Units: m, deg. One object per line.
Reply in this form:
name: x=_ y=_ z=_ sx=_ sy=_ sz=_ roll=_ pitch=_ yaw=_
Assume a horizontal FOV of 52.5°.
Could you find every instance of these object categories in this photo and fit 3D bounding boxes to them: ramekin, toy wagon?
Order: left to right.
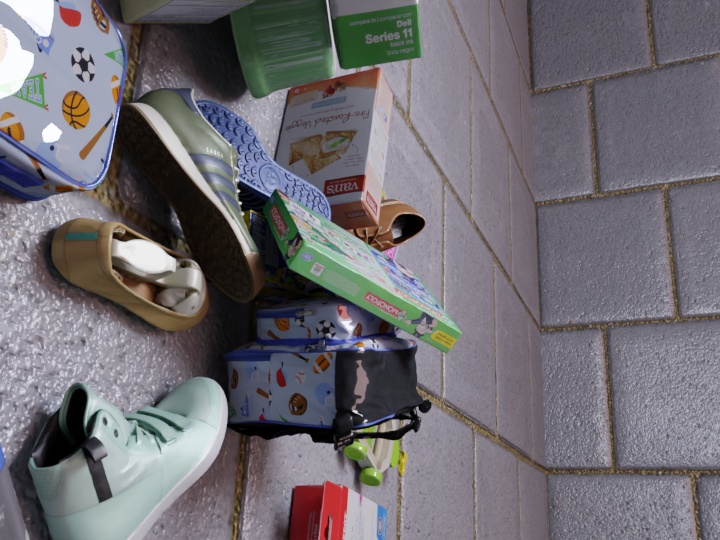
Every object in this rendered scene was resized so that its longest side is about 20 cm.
ramekin: x=-0.083 y=-0.296 z=0.789 sx=0.200 sy=0.095 sz=0.207 roll=-7 pitch=90 yaw=-89
toy wagon: x=0.023 y=0.235 z=1.082 sx=0.158 sy=0.038 sz=0.203 roll=-73 pitch=150 yaw=-43

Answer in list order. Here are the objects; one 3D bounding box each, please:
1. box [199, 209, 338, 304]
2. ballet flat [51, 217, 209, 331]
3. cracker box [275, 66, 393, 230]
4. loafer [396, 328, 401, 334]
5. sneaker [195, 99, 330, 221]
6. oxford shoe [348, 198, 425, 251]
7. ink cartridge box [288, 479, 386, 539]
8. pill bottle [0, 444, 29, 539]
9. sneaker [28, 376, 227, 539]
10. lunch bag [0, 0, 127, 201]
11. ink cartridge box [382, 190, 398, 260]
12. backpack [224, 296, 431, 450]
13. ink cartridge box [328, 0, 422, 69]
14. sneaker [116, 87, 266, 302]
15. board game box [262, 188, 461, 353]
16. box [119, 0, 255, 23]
box: x=-0.085 y=-0.003 z=0.802 sx=0.199 sy=0.068 sz=0.066 roll=26 pitch=63 yaw=-56
ballet flat: x=-0.173 y=0.009 z=0.624 sx=0.199 sy=0.061 sz=0.071 roll=32 pitch=54 yaw=-63
cracker box: x=-0.036 y=-0.146 z=0.905 sx=0.058 sy=0.130 sz=0.205 roll=50 pitch=40 yaw=-52
loafer: x=0.021 y=0.074 z=1.081 sx=0.200 sy=0.070 sz=0.065 roll=-52 pitch=127 yaw=-56
sneaker: x=-0.122 y=-0.094 z=0.780 sx=0.199 sy=0.077 sz=0.072 roll=40 pitch=48 yaw=-31
oxford shoe: x=0.003 y=-0.049 z=0.966 sx=0.196 sy=0.071 sz=0.073 roll=-24 pitch=116 yaw=-30
ink cartridge box: x=-0.033 y=0.331 z=0.884 sx=0.200 sy=0.065 sz=0.119 roll=50 pitch=39 yaw=-54
pill bottle: x=-0.225 y=0.192 z=0.387 sx=0.114 sy=0.111 sz=0.206 roll=-37 pitch=119 yaw=-64
sneaker: x=-0.173 y=0.121 z=0.575 sx=0.201 sy=0.072 sz=0.121 roll=-57 pitch=142 yaw=-53
lunch bag: x=-0.243 y=-0.144 z=0.478 sx=0.200 sy=0.073 sz=0.165 roll=43 pitch=48 yaw=-59
ink cartridge box: x=0.004 y=-0.097 z=1.059 sx=0.203 sy=0.041 sz=0.120 roll=64 pitch=26 yaw=-28
backpack: x=-0.047 y=0.104 z=0.750 sx=0.199 sy=0.186 sz=0.159 roll=16 pitch=65 yaw=-62
ink cartridge box: x=0.003 y=-0.309 z=0.674 sx=0.148 sy=0.080 sz=0.205 roll=-98 pitch=180 yaw=-61
sneaker: x=-0.133 y=-0.079 z=0.672 sx=0.203 sy=0.066 sz=0.090 roll=57 pitch=40 yaw=-14
board game box: x=0.000 y=0.000 z=0.730 sx=0.197 sy=0.029 sz=0.135 roll=30 pitch=15 yaw=-29
box: x=-0.130 y=-0.320 z=0.607 sx=0.095 sy=0.197 sz=0.182 roll=-17 pitch=101 yaw=-42
